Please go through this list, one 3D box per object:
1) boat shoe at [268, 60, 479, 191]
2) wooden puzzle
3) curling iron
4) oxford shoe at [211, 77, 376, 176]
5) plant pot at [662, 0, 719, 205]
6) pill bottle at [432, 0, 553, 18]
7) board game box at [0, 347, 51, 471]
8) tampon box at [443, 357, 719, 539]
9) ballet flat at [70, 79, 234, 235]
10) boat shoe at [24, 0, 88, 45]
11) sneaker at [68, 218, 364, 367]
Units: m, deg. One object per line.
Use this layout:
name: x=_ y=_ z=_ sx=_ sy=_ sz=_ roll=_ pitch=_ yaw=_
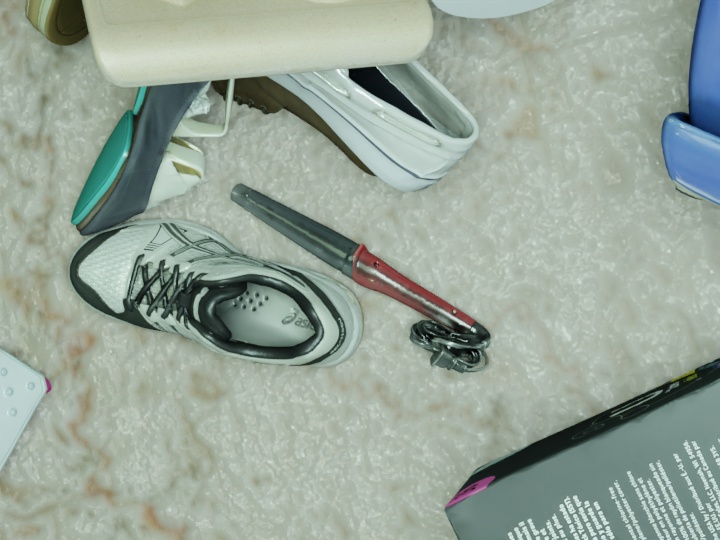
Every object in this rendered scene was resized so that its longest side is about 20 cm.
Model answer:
boat shoe: x=-0.014 y=-0.130 z=0.956 sx=0.200 sy=0.072 sz=0.066 roll=45 pitch=137 yaw=-7
wooden puzzle: x=-0.072 y=-0.186 z=0.915 sx=0.185 sy=0.046 sz=0.200 roll=-7 pitch=60 yaw=-15
curling iron: x=0.000 y=0.000 z=1.031 sx=0.200 sy=0.050 sz=0.026 roll=36 pitch=117 yaw=13
oxford shoe: x=-0.047 y=-0.129 z=1.037 sx=0.200 sy=0.073 sz=0.084 roll=47 pitch=127 yaw=1
plant pot: x=0.273 y=-0.106 z=0.899 sx=0.200 sy=0.200 sz=0.180 roll=23 pitch=101 yaw=10
pill bottle: x=0.065 y=-0.248 z=0.905 sx=0.112 sy=0.112 sz=0.200 roll=-11 pitch=72 yaw=11
board game box: x=-0.335 y=0.108 z=1.105 sx=0.200 sy=0.026 sz=0.200 roll=31 pitch=95 yaw=10
tampon box: x=0.170 y=0.140 z=0.943 sx=0.200 sy=0.150 sz=0.126 roll=-26 pitch=86 yaw=10
ballet flat: x=-0.121 y=-0.087 z=1.021 sx=0.073 sy=0.073 sz=0.200 roll=37 pitch=126 yaw=9
boat shoe: x=-0.175 y=-0.246 z=1.057 sx=0.066 sy=0.074 sz=0.200 roll=24 pitch=93 yaw=23
sneaker: x=-0.098 y=0.012 z=1.028 sx=0.200 sy=0.088 sz=0.076 roll=11 pitch=94 yaw=12
